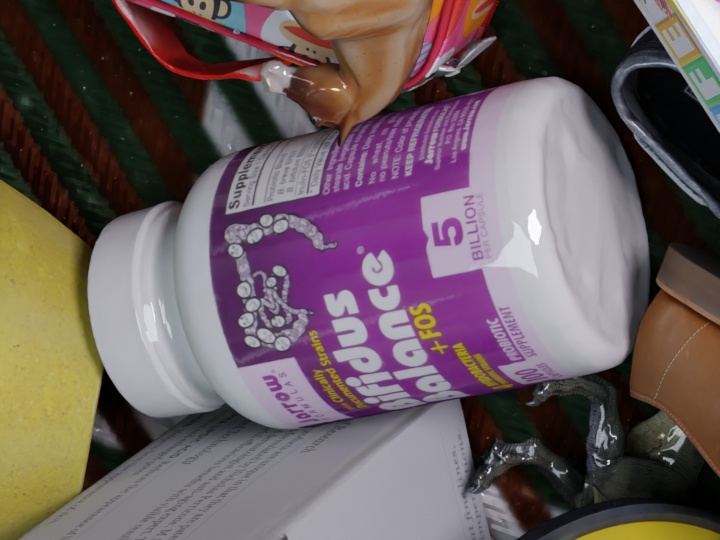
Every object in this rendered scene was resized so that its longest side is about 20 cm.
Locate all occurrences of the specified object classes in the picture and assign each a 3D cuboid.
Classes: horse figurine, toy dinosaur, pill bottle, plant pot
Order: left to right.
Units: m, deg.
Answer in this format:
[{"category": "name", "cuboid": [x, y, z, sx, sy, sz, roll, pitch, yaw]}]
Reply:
[{"category": "plant pot", "cuboid": [-0.175, 0.039, 1.091, 0.141, 0.200, 0.201, 11, 113, -5]}, {"category": "pill bottle", "cuboid": [0.000, 0.000, 1.027, 0.199, 0.112, 0.113, -13, 101, 27]}, {"category": "horse figurine", "cuboid": [0.008, -0.138, 0.913, 0.132, 0.050, 0.200, 29, 111, -29]}, {"category": "toy dinosaur", "cuboid": [0.097, 0.078, 1.049, 0.088, 0.047, 0.200, 27, 116, -2]}]

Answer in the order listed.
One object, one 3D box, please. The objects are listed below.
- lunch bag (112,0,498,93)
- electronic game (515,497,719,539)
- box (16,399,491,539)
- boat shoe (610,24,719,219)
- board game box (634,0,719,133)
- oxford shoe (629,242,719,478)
[{"category": "lunch bag", "cuboid": [-0.035, -0.152, 1.010, 0.199, 0.082, 0.177, 25, 116, 14]}, {"category": "electronic game", "cuboid": [0.098, 0.185, 1.016, 0.042, 0.199, 0.201, 15, 119, 61]}, {"category": "box", "cuboid": [-0.034, 0.171, 1.049, 0.130, 0.200, 0.200, -7, 104, 28]}, {"category": "boat shoe", "cuboid": [0.175, -0.020, 0.966, 0.200, 0.068, 0.072, 40, 119, 4]}, {"category": "board game box", "cuboid": [0.173, -0.095, 0.921, 0.134, 0.034, 0.200, -33, 92, -11]}, {"category": "oxford shoe", "cuboid": [0.167, 0.062, 0.928, 0.200, 0.071, 0.072, 36, 107, 49]}]
